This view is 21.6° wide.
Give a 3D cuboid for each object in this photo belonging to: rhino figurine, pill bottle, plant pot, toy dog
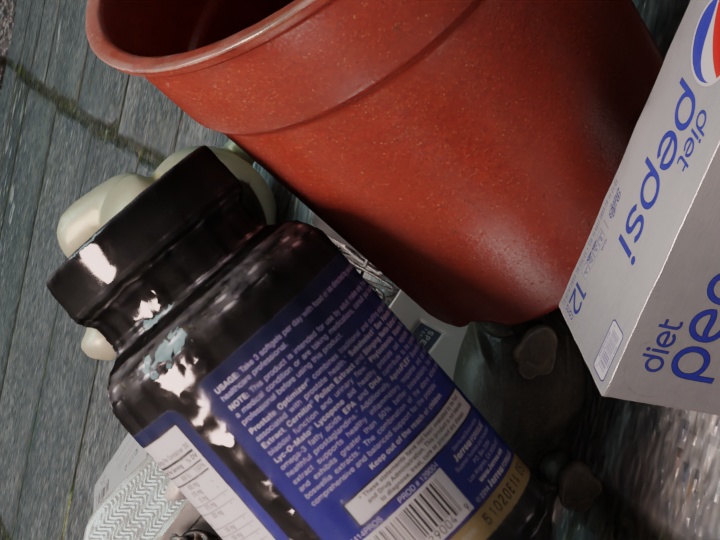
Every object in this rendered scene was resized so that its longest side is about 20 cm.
[{"bbox_3d":[0.068,0.082,0.846,0.087,0.060,0.201,-127,43,-63],"label":"rhino figurine"},{"bbox_3d":[-0.028,0.053,0.752,0.112,0.200,0.112,-40,3,3],"label":"pill bottle"},{"bbox_3d":[0.027,-0.091,0.772,0.200,0.195,0.201,-28,35,22],"label":"plant pot"},{"bbox_3d":[-0.103,0.005,1.300,0.194,0.140,0.200,-39,27,5],"label":"toy dog"}]

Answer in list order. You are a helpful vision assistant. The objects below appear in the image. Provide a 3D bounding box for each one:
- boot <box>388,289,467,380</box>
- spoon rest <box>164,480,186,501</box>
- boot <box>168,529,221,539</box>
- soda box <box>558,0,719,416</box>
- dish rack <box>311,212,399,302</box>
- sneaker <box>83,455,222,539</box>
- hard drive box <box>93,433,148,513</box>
[{"bbox_3d":[0.006,0.077,0.908,0.200,0.073,0.091,-40,-22,-45],"label":"boot"},{"bbox_3d":[-0.011,0.154,0.952,0.200,0.061,0.100,40,118,27],"label":"spoon rest"},{"bbox_3d":[-0.096,0.231,1.089,0.069,0.200,0.175,-20,57,20],"label":"boot"},{"bbox_3d":[0.143,-0.045,0.680,0.064,0.068,0.201,-108,34,-56],"label":"soda box"},{"bbox_3d":[0.000,0.000,1.011,0.154,0.054,0.200,-56,-12,-49],"label":"dish rack"},{"bbox_3d":[-0.070,0.129,1.192,0.200,0.116,0.074,-41,55,6],"label":"sneaker"},{"bbox_3d":[-0.138,0.216,1.338,0.156,0.077,0.201,126,148,-53],"label":"hard drive box"}]
